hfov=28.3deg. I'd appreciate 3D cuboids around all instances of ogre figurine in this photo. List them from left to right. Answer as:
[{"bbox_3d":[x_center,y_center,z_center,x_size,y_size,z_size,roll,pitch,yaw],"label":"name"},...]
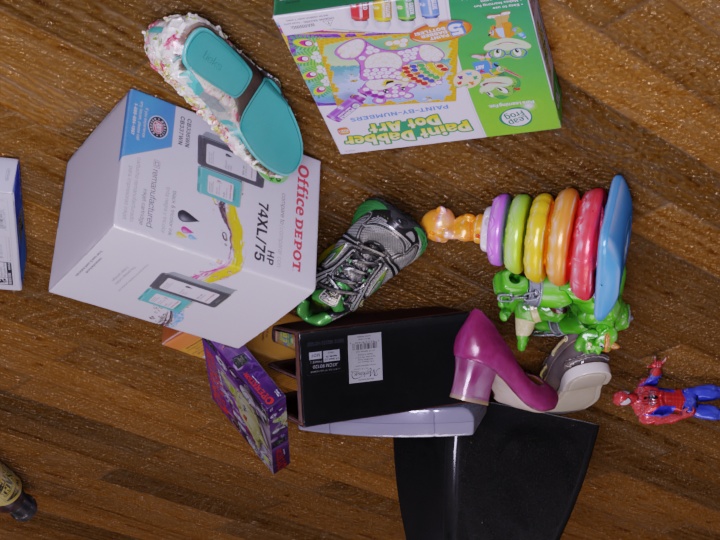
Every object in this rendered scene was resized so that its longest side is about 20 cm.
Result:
[{"bbox_3d":[0.212,0.034,1.471,0.120,0.098,0.200,-1,147,19],"label":"ogre figurine"}]

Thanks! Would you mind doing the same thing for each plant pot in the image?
[{"bbox_3d":[0.154,0.265,1.756,0.200,0.178,0.199,12,167,-19],"label":"plant pot"}]

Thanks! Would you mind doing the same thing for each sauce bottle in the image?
[{"bbox_3d":[-0.524,0.308,2.048,0.066,0.066,0.200,-5,152,13],"label":"sauce bottle"}]

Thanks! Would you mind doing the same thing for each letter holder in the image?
[{"bbox_3d":[0.000,0.096,1.550,0.200,0.101,0.142,-6,-173,-24],"label":"letter holder"}]

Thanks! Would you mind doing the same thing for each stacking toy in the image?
[{"bbox_3d":[0.155,-0.034,1.367,0.200,0.110,0.116,7,135,14],"label":"stacking toy"}]

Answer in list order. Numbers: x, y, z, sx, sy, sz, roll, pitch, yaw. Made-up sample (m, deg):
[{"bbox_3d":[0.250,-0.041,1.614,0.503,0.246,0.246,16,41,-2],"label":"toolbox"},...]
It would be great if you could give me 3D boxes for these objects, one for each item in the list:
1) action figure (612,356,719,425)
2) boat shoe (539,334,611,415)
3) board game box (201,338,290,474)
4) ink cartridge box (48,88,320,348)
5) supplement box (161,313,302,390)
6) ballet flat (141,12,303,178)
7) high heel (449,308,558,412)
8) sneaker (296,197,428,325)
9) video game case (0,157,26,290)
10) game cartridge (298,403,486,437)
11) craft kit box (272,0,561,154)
[{"bbox_3d":[0.403,0.149,1.696,0.199,0.065,0.099,1,159,-1],"label":"action figure"},{"bbox_3d":[0.242,0.122,1.660,0.072,0.060,0.200,-8,160,-7],"label":"boat shoe"},{"bbox_3d":[-0.122,0.137,1.534,0.032,0.120,0.200,-31,157,-16],"label":"board game box"},{"bbox_3d":[-0.158,-0.042,1.310,0.200,0.147,0.146,19,146,-28],"label":"ink cartridge box"},{"bbox_3d":[-0.120,0.076,1.601,0.200,0.067,0.069,22,145,-30],"label":"supplement box"},{"bbox_3d":[-0.115,-0.152,1.209,0.064,0.076,0.200,20,160,37],"label":"ballet flat"},{"bbox_3d":[0.163,0.099,1.541,0.067,0.096,0.200,12,179,43],"label":"high heel"},{"bbox_3d":[0.000,0.000,1.414,0.078,0.085,0.200,36,143,-4],"label":"sneaker"},{"bbox_3d":[-0.427,-0.053,1.412,0.181,0.046,0.200,5,150,-8],"label":"video game case"},{"bbox_3d":[0.037,0.154,1.600,0.199,0.041,0.133,0,-167,13],"label":"game cartridge"},{"bbox_3d":[0.052,-0.175,1.165,0.200,0.049,0.198,-6,152,15],"label":"craft kit box"}]
